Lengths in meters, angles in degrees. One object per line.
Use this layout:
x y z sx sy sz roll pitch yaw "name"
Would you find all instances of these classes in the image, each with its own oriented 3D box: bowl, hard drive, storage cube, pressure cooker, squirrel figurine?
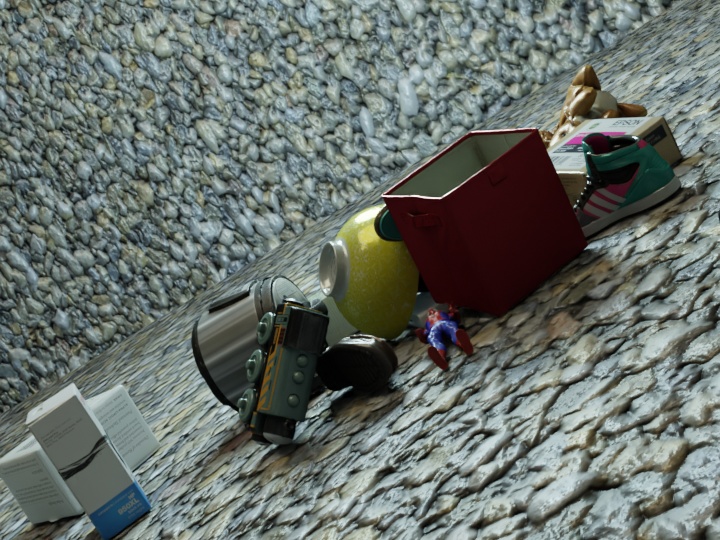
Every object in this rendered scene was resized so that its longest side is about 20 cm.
0.000 0.000 1.702 0.106 0.204 0.200 2 -5 -22 "bowl"
0.153 0.018 1.717 0.199 0.027 0.132 -35 9 -11 "hard drive"
0.169 -0.069 1.552 0.199 0.182 0.170 -35 19 -21 "storage cube"
-0.140 0.106 1.794 0.198 0.179 0.178 -29 44 19 "pressure cooker"
0.376 -0.229 2.034 0.187 0.141 0.200 -53 6 -38 "squirrel figurine"

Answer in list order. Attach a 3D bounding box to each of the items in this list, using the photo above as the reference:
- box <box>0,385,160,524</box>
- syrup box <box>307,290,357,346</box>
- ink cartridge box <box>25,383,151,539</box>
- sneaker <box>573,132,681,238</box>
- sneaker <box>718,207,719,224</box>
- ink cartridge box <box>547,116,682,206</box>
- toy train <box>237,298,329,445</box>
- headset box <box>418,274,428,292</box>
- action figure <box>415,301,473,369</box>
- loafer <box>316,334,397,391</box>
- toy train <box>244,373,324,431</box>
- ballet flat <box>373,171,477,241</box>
-0.487 0.319 1.982 0.198 0.132 0.200 -22 13 49 "box"
-0.053 0.078 1.930 0.198 0.082 0.079 -30 11 12 "syrup box"
-0.396 0.275 1.675 0.084 0.202 0.144 -34 9 -13 "ink cartridge box"
0.321 -0.122 1.568 0.198 0.122 0.084 -27 10 32 "sneaker"
0.407 -0.054 1.081 0.079 0.079 0.200 -24 8 -5 "sneaker"
0.353 -0.159 1.733 0.164 0.076 0.199 -36 17 -18 "ink cartridge box"
-0.102 0.135 1.541 0.114 0.084 0.203 -6 69 64 "toy train"
0.133 -0.051 1.763 0.199 0.094 0.174 -36 10 -21 "headset box"
0.106 0.078 1.501 0.065 0.052 0.200 -35 6 3 "action figure"
-0.001 0.112 1.538 0.071 0.074 0.199 -36 10 -24 "loafer"
-0.086 0.173 1.688 0.198 0.034 0.046 -34 5 -7 "toy train"
0.090 -0.097 1.644 0.198 0.072 0.070 -26 6 -24 "ballet flat"
